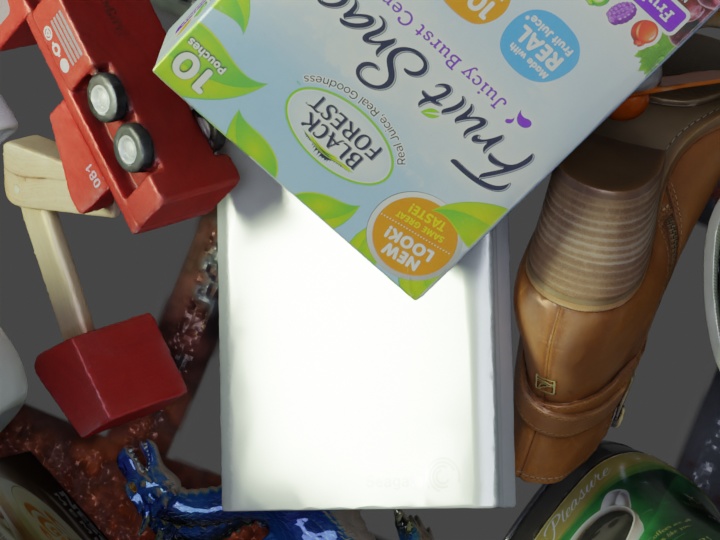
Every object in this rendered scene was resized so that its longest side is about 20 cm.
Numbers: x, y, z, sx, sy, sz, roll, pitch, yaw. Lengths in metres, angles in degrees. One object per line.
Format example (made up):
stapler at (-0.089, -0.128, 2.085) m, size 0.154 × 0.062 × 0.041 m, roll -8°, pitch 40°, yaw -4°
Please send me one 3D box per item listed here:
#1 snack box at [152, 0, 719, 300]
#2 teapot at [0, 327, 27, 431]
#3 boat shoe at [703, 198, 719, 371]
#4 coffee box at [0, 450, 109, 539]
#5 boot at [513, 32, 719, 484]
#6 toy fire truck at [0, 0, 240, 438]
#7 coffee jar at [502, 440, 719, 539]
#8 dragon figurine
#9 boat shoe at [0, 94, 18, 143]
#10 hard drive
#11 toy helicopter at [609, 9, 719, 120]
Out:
snack box at (0.039, -0.106, 0.880) m, size 0.142 × 0.053 × 0.200 m, roll 41°, pitch 111°, yaw -13°
teapot at (-0.248, 0.056, 0.969) m, size 0.200 × 0.197 × 0.146 m, roll -43°, pitch 89°, yaw -5°
boat shoe at (0.199, 0.057, 0.975) m, size 0.074 × 0.066 × 0.201 m, roll -8°, pitch 88°, yaw -29°
coffee box at (-0.149, 0.144, 0.967) m, size 0.080 × 0.200 × 0.114 m, roll -42°, pitch 88°, yaw 0°
boot at (0.120, -0.009, 1.020) m, size 0.076 × 0.200 × 0.156 m, roll 18°, pitch 124°, yaw 13°
toy fire truck at (-0.119, -0.044, 1.013) m, size 0.049 × 0.141 × 0.201 m, roll -18°, pitch 75°, yaw -42°
coffee jar at (0.132, 0.146, 0.966) m, size 0.085 × 0.200 × 0.105 m, roll 38°, pitch 90°, yaw -26°
dragon figurine at (-0.020, 0.136, 1.034) m, size 0.099 × 0.059 × 0.200 m, roll -45°, pitch 83°, yaw 1°
boat shoe at (-0.241, -0.021, 1.042) m, size 0.200 × 0.074 × 0.065 m, roll -43°, pitch 83°, yaw 0°
hard drive at (0.000, 0.000, 0.980) m, size 0.131 × 0.026 × 0.202 m, roll -4°, pitch 84°, yaw 27°
toy helicopter at (0.139, -0.107, 0.926) m, size 0.199 × 0.079 × 0.133 m, roll 24°, pitch 108°, yaw 9°
